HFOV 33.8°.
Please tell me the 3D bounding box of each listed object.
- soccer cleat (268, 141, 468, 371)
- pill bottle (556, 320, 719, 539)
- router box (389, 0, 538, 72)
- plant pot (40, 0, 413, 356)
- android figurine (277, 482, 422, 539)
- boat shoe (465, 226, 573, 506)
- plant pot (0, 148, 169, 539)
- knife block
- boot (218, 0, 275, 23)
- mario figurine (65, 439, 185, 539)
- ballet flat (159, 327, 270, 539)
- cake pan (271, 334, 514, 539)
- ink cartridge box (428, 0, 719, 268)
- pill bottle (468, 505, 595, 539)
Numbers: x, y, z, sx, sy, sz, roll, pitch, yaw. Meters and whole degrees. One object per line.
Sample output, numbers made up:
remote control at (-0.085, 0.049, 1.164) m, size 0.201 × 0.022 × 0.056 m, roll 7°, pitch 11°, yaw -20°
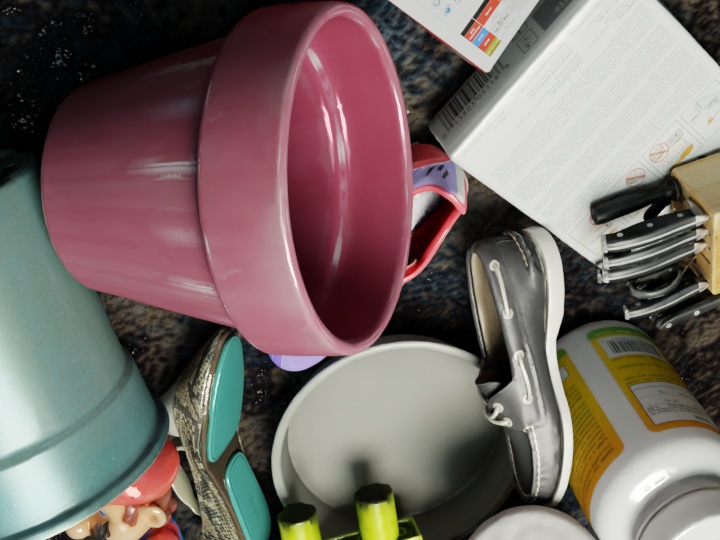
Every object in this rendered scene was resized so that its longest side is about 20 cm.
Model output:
soccer cleat at (0.000, 0.000, 0.811) m, size 0.066 × 0.077 × 0.200 m, roll 34°, pitch 109°, yaw -23°
pill bottle at (0.201, 0.135, 0.837) m, size 0.109 × 0.201 × 0.113 m, roll -7°, pitch 123°, yaw -11°
router box at (0.063, -0.243, 0.664) m, size 0.178 × 0.049 × 0.201 m, roll 28°, pitch 104°, yaw -37°
plant pot at (-0.081, -0.052, 0.704) m, size 0.176 × 0.201 × 0.203 m, roll 1°, pitch 123°, yaw 22°
android figurine at (-0.004, 0.267, 0.912) m, size 0.179 × 0.041 × 0.204 m, roll -11°, pitch 108°, yaw -10°
boat shoe at (0.108, 0.072, 0.831) m, size 0.059 × 0.074 × 0.204 m, roll -10°, pitch 106°, yaw -20°
plant pot at (-0.244, 0.042, 0.744) m, size 0.197 × 0.201 × 0.199 m, roll -15°, pitch 112°, yaw 1°
knife block at (0.255, -0.046, 0.813) m, size 0.174 × 0.064 × 0.201 m, roll 22°, pitch 115°, yaw -31°
boot at (-0.053, -0.257, 0.671) m, size 0.161 × 0.074 × 0.200 m, roll -31°, pitch 120°, yaw 3°
mario figurine at (-0.172, 0.200, 0.865) m, size 0.121 × 0.107 × 0.202 m, roll 3°, pitch 130°, yaw 28°
ballet flat at (-0.117, 0.131, 0.880) m, size 0.074 × 0.068 × 0.203 m, roll 5°, pitch 123°, yaw 19°
cake pan at (0.029, 0.132, 0.909) m, size 0.196 × 0.037 × 0.203 m, roll -4°, pitch 119°, yaw -6°
ink cartridge box at (0.167, -0.102, 0.810) m, size 0.199 × 0.050 × 0.162 m, roll 29°, pitch 111°, yaw -40°
pill bottle at (0.135, 0.242, 0.897) m, size 0.111 × 0.114 × 0.200 m, roll -22°, pitch 161°, yaw 4°
